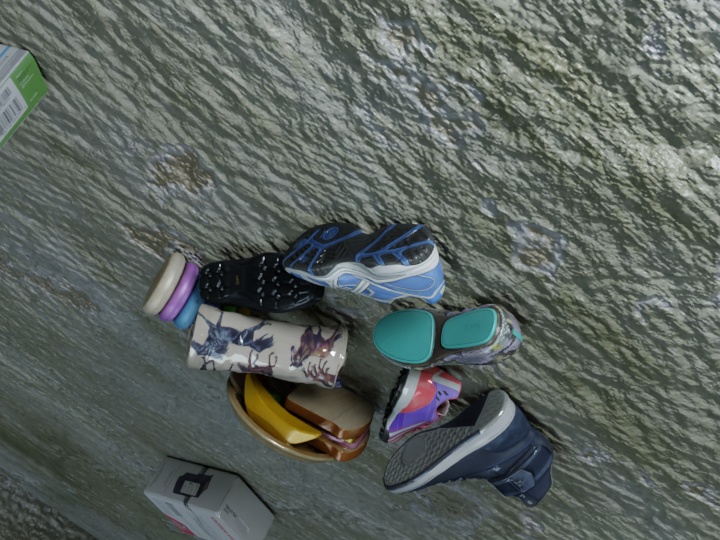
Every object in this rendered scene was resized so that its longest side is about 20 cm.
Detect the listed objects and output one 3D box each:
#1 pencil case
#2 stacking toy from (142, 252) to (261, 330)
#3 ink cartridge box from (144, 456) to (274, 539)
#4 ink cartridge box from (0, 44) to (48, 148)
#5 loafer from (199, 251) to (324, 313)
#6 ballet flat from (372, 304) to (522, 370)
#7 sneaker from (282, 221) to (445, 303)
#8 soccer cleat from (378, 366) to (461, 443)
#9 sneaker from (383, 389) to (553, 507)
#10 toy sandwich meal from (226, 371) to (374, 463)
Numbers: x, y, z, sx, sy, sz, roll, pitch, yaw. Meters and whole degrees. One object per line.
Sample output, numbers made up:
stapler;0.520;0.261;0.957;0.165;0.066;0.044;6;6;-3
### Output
pencil case;-0.113;0.091;1.411;0.196;0.079;0.089;8;175;-1
stacking toy;-0.172;0.061;1.493;0.198;0.086;0.085;31;153;-15
ink cartridge box;-0.275;0.429;2.156;0.198;0.085;0.145;6;143;39
ink cartridge box;-0.457;-0.204;1.304;0.197;0.105;0.060;17;149;25
loafer;-0.107;0.014;1.368;0.070;0.069;0.199;5;177;-45
ballet flat;0.097;0.077;1.267;0.199;0.073;0.072;-7;135;50
sneaker;0.000;0.000;1.221;0.198;0.076;0.078;6;139;40
soccer cleat;0.069;0.170;1.442;0.072;0.069;0.201;17;151;0
sneaker;0.138;0.243;1.416;0.201;0.078;0.146;-33;120;27
toy sandwich meal;-0.078;0.173;1.527;0.203;0.205;0.071;31;110;0
